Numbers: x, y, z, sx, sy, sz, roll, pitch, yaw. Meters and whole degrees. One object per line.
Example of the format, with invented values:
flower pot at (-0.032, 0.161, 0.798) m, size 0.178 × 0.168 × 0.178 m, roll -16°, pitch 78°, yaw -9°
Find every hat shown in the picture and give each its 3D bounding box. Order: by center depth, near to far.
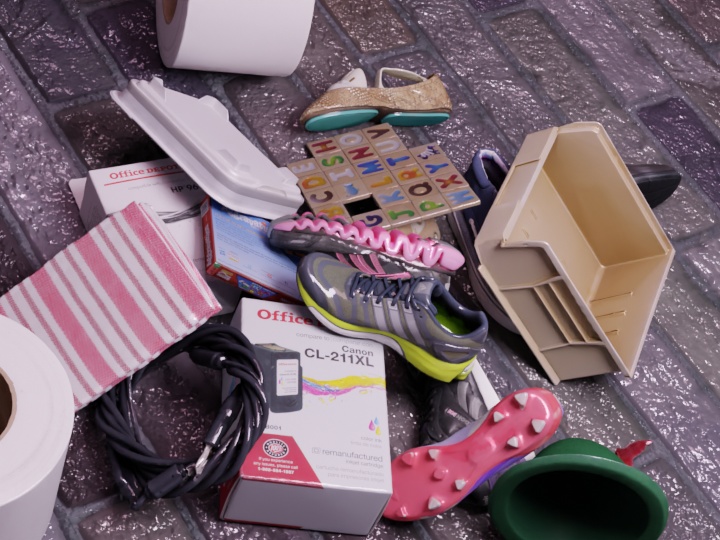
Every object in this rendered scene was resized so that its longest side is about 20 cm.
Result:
hat at (0.210, 0.167, 1.402) m, size 0.164 × 0.201 × 0.177 m, roll 6°, pitch 49°, yaw 6°

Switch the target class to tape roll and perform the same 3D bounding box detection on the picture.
tape roll at (-0.346, 0.147, 1.221) m, size 0.201 × 0.140 × 0.204 m, roll 10°, pitch 49°, yaw -12°
tape roll at (-0.142, -0.321, 1.629) m, size 0.138 × 0.203 × 0.204 m, roll 2°, pitch 52°, yaw -18°

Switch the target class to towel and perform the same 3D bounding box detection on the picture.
towel at (-0.244, 0.042, 1.367) m, size 0.199 × 0.030 × 0.147 m, roll -36°, pitch 64°, yaw -4°

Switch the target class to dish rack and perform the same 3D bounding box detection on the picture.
dish rack at (-0.149, -0.129, 1.516) m, size 0.200 × 0.044 × 0.171 m, roll 45°, pitch 14°, yaw 24°

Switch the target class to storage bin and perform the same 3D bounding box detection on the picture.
storage bin at (0.225, -0.021, 1.538) m, size 0.199 × 0.093 × 0.201 m, roll 55°, pitch 43°, yaw -26°

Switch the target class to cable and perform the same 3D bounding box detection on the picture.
cable at (-0.163, 0.113, 1.326) m, size 0.163 × 0.051 × 0.201 m, roll -32°, pitch 43°, yaw 10°

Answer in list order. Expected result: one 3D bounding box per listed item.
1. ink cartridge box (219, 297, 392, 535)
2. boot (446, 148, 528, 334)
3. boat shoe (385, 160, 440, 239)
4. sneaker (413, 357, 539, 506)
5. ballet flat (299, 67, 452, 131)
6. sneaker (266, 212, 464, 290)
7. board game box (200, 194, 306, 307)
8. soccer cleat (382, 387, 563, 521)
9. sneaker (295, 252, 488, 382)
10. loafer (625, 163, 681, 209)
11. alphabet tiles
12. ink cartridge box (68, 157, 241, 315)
ink cartridge box at (-0.054, 0.134, 1.378) m, size 0.145 × 0.083 × 0.201 m, roll 8°, pitch 50°, yaw -14°
boot at (0.154, -0.033, 1.586) m, size 0.072 × 0.091 × 0.201 m, roll -10°, pitch 56°, yaw -27°
boat shoe at (0.056, -0.040, 1.569) m, size 0.064 × 0.072 × 0.201 m, roll 20°, pitch 47°, yaw -3°
sneaker at (0.086, 0.138, 1.436) m, size 0.087 × 0.076 × 0.200 m, roll -23°, pitch 63°, yaw -27°
ballet flat at (0.014, -0.198, 1.681) m, size 0.199 × 0.070 × 0.066 m, roll -5°, pitch 80°, yaw -34°
sneaker at (0.000, 0.000, 1.458) m, size 0.198 × 0.096 × 0.079 m, roll 13°, pitch 10°, yaw -7°
board game box at (-0.070, 0.001, 1.464) m, size 0.199 × 0.019 × 0.103 m, roll 26°, pitch 35°, yaw -30°
soccer cleat at (0.102, 0.174, 1.365) m, size 0.067 × 0.199 × 0.076 m, roll 61°, pitch 19°, yaw 18°
sneaker at (0.034, 0.029, 1.388) m, size 0.199 × 0.081 × 0.074 m, roll 24°, pitch 47°, yaw -11°
loafer at (0.282, -0.102, 1.706) m, size 0.199 × 0.073 × 0.073 m, roll -9°, pitch 51°, yaw -28°
alphabet tiles at (0.016, -0.102, 1.584) m, size 0.166 × 0.008 × 0.200 m, roll -15°, pitch 36°, yaw -12°
ink cartridge box at (-0.207, -0.045, 1.477) m, size 0.115 × 0.068 × 0.201 m, roll -12°, pitch 57°, yaw -29°
